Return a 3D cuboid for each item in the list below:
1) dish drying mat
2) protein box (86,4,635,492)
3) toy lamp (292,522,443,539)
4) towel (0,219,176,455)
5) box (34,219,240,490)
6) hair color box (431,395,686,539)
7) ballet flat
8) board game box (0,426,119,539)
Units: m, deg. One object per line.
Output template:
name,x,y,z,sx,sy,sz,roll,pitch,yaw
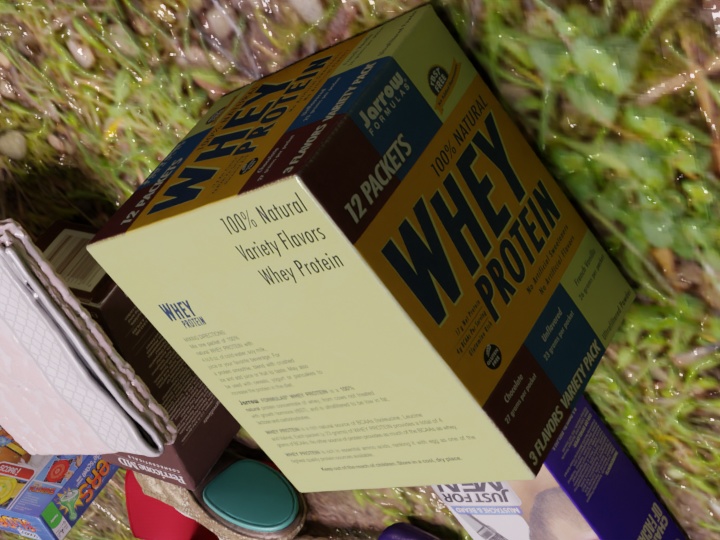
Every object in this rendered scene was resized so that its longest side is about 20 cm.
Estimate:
dish drying mat,-0.131,0.192,1.182,0.199,0.018,0.078,-4,92,43
protein box,0.000,0.000,0.773,0.197,0.135,0.201,-13,123,49
toy lamp,-0.010,0.221,1.110,0.199,0.058,0.058,-5,128,43
towel,-0.242,0.056,1.005,0.190,0.032,0.201,-6,126,46
box,-0.173,0.065,1.058,0.099,0.075,0.201,11,140,32
hair color box,0.116,0.141,0.902,0.109,0.065,0.200,-12,124,47
ballet flat,-0.109,0.177,1.116,0.199,0.070,0.066,25,136,43
board game box,-0.287,0.152,1.203,0.198,0.136,0.035,5,135,38
